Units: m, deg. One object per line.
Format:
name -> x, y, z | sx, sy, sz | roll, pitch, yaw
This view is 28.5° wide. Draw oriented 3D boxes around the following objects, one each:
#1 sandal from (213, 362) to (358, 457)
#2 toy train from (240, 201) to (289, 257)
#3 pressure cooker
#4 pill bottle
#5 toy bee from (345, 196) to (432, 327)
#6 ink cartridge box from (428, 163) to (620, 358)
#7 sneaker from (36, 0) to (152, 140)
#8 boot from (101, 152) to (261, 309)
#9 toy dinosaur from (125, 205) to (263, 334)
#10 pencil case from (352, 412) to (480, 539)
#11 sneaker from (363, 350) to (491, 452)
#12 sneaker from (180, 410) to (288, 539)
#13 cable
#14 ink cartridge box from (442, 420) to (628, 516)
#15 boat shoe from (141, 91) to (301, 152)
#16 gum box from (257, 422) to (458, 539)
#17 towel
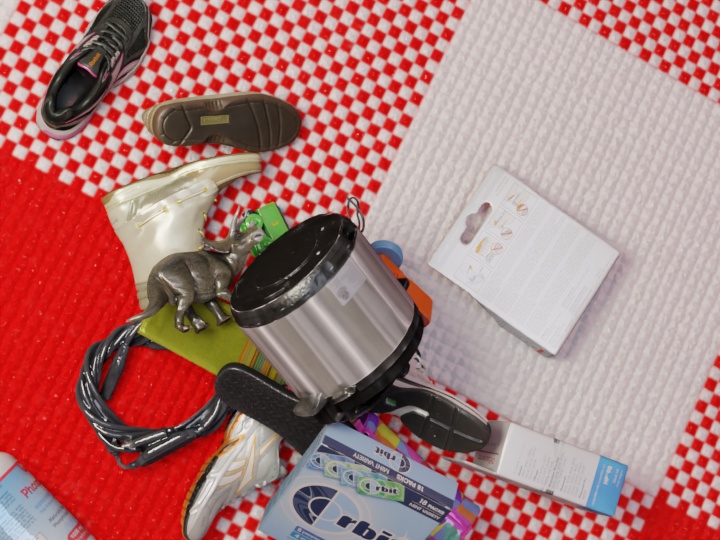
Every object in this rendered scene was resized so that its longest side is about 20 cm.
sandal -> -0.077, 0.164, 1.654 | 0.199, 0.045, 0.075 | 32, 117, -2
toy train -> -0.084, 0.010, 1.736 | 0.056, 0.042, 0.202 | -27, 90, -22
pressure cooker -> -0.028, 0.062, 1.575 | 0.175, 0.179, 0.201 | -35, 112, 10
pill bottle -> -0.405, 0.281, 1.615 | 0.109, 0.109, 0.200 | -45, 95, -11
toy bee -> 0.000, 0.000, 1.723 | 0.108, 0.131, 0.202 | -18, 108, 27
ink cartridge box -> 0.204, -0.010, 1.795 | 0.199, 0.050, 0.163 | 35, 80, 2
sneaker -> -0.311, -0.245, 1.690 | 0.080, 0.086, 0.202 | 30, 80, -8
boot -> -0.194, -0.050, 1.704 | 0.198, 0.072, 0.157 | -19, 91, -11
toy dinosaur -> -0.194, 0.015, 1.621 | 0.198, 0.077, 0.103 | -25, 77, -28
pencil case -> 0.052, 0.258, 1.715 | 0.200, 0.088, 0.089 | 41, 79, -7
sneaker -> 0.077, 0.135, 1.701 | 0.198, 0.076, 0.116 | 24, 38, 12
sneaker -> -0.138, 0.243, 1.689 | 0.091, 0.076, 0.201 | 32, 81, -11
cable -> -0.236, 0.132, 1.692 | 0.198, 0.051, 0.165 | -29, 84, -5
ink cartridge box -> 0.211, 0.234, 1.732 | 0.198, 0.116, 0.068 | 21, 82, -9
boat shoe -> -0.169, -0.187, 1.720 | 0.198, 0.076, 0.073 | 1, 105, -32
gum box -> -0.006, 0.276, 1.653 | 0.168, 0.201, 0.045 | 28, 44, -6
towel -> -0.160, 0.081, 1.663 | 0.199, 0.018, 0.087 | 30, 62, -20
